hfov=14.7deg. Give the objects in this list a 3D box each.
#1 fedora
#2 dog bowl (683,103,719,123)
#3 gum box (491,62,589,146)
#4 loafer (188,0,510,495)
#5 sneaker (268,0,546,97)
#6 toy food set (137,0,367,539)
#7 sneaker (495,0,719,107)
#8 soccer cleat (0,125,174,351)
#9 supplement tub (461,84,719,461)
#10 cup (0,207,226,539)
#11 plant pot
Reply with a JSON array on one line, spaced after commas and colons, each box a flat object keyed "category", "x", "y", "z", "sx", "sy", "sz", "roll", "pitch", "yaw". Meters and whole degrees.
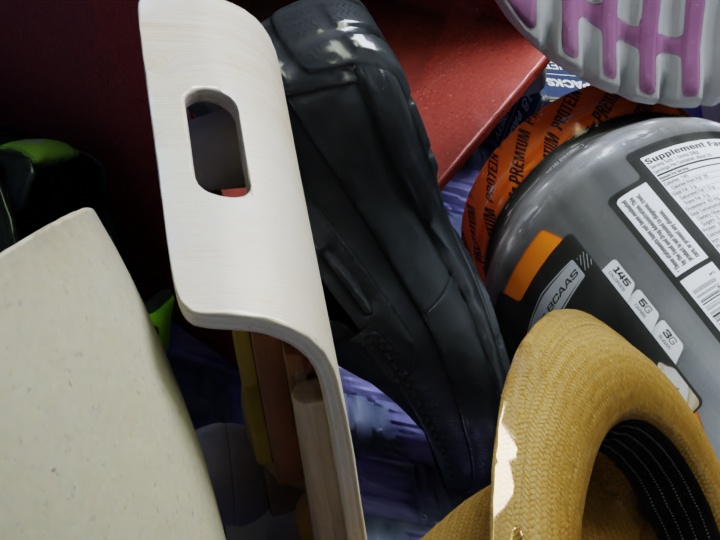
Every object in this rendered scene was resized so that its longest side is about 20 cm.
[{"category": "fedora", "x": 0.050, "y": 0.110, "z": 0.728, "sx": 0.081, "sy": 0.201, "sz": 0.201, "roll": -16, "pitch": 25, "yaw": 23}, {"category": "dog bowl", "x": 0.218, "y": -0.042, "z": 1.100, "sx": 0.199, "sy": 0.079, "sz": 0.201, "roll": 10, "pitch": 56, "yaw": -15}, {"category": "gum box", "x": 0.114, "y": -0.113, "z": 1.222, "sx": 0.169, "sy": 0.045, "sz": 0.201, "roll": 3, "pitch": 38, "yaw": -25}, {"category": "loafer", "x": 0.000, "y": 0.000, "z": 0.904, "sx": 0.070, "sy": 0.201, "sz": 0.068, "roll": -25, "pitch": 39, "yaw": -2}, {"category": "sneaker", "x": 0.003, "y": -0.142, "z": 1.138, "sx": 0.105, "sy": 0.075, "sz": 0.201, "roll": -11, "pitch": 45, "yaw": -4}, {"category": "toy food set", "x": -0.035, "y": 0.041, "z": 0.797, "sx": 0.060, "sy": 0.201, "sz": 0.144, "roll": -10, "pitch": 39, "yaw": -2}, {"category": "sneaker", "x": 0.129, "y": -0.099, "z": 1.004, "sx": 0.199, "sy": 0.081, "sz": 0.088, "roll": 10, "pitch": 10, "yaw": -18}, {"category": "soccer cleat", "x": -0.123, "y": -0.023, "z": 0.931, "sx": 0.067, "sy": 0.081, "sz": 0.200, "roll": -13, "pitch": 47, "yaw": -41}, {"category": "supplement tub", "x": 0.122, "y": 0.032, "z": 0.960, "sx": 0.122, "sy": 0.123, "sz": 0.200, "roll": -4, "pitch": 42, "yaw": -33}, {"category": "cup", "x": -0.107, "y": 0.100, "z": 0.704, "sx": 0.144, "sy": 0.200, "sz": 0.200, "roll": 54, "pitch": 38, "yaw": 0}, {"category": "plant pot", "x": -0.061, "y": -0.119, "z": 0.978, "sx": 0.175, "sy": 0.201, "sz": 0.200, "roll": 21, "pitch": 54, "yaw": 30}]
